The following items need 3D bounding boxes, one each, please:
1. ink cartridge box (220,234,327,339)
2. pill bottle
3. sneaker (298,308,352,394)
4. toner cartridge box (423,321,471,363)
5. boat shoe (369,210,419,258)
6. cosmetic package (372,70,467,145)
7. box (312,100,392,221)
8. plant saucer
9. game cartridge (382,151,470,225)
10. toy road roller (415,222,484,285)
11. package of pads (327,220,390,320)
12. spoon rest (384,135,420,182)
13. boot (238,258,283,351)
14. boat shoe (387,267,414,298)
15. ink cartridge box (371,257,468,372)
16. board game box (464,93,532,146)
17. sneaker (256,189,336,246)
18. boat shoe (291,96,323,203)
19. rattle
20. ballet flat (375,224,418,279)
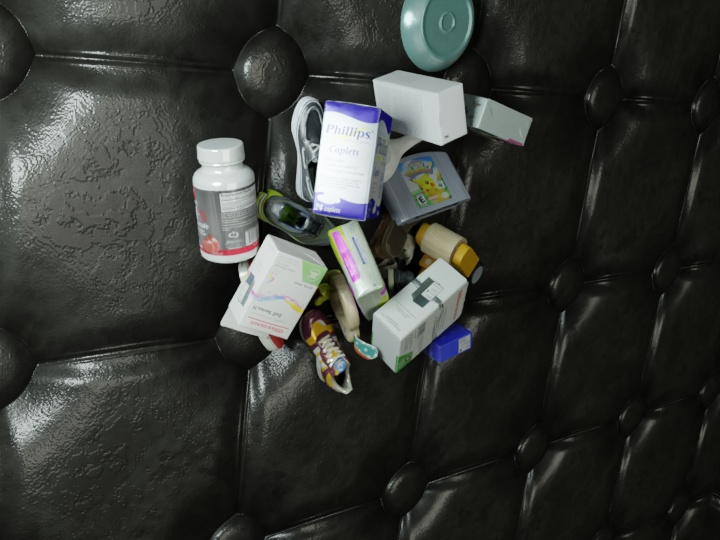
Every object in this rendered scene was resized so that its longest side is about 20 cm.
[{"bbox_3d":[-0.161,0.049,1.430,0.116,0.067,0.202,19,110,-36],"label":"ink cartridge box"},{"bbox_3d":[-0.239,-0.125,1.384,0.109,0.110,0.204,-17,117,-32],"label":"pill bottle"},{"bbox_3d":[-0.064,0.171,1.654,0.074,0.090,0.202,-35,126,-21],"label":"sneaker"},{"bbox_3d":[0.146,0.129,1.729,0.094,0.199,0.044,-18,121,-30],"label":"toner cartridge box"},{"bbox_3d":[0.077,-0.111,1.669,0.072,0.067,0.201,54,52,-28],"label":"boat shoe"},{"bbox_3d":[0.114,-0.321,1.523,0.070,0.199,0.103,-26,123,-26],"label":"cosmetic package"},{"bbox_3d":[-0.012,-0.202,1.461,0.184,0.103,0.204,-35,133,-79],"label":"box"},{"bbox_3d":[0.168,-0.509,1.599,0.197,0.036,0.204,-15,116,-33],"label":"plant saucer"},{"bbox_3d":[0.129,-0.180,1.650,0.197,0.135,0.041,-21,163,-31],"label":"game cartridge"},{"bbox_3d":[0.178,0.002,1.723,0.147,0.122,0.200,-56,152,-7],"label":"toy road roller"},{"bbox_3d":[0.000,0.000,1.547,0.067,0.157,0.200,-24,162,-1],"label":"package of pads"},{"bbox_3d":[0.065,-0.248,1.604,0.198,0.061,0.100,-31,91,-21],"label":"spoon rest"},{"bbox_3d":[-0.143,0.060,1.524,0.141,0.073,0.203,-13,118,0],"label":"boot"},{"bbox_3d":[0.093,0.045,1.670,0.065,0.076,0.200,-3,154,4],"label":"boat shoe"},{"bbox_3d":[0.120,0.091,1.596,0.199,0.083,0.148,-38,154,-24],"label":"ink cartridge box"},{"bbox_3d":[0.231,-0.321,1.615,0.146,0.199,0.065,13,101,-39],"label":"board game box"},{"bbox_3d":[-0.114,-0.090,1.516,0.198,0.081,0.075,20,95,-41],"label":"sneaker"},{"bbox_3d":[-0.088,-0.226,1.490,0.071,0.067,0.204,-11,114,-34],"label":"boat shoe"},{"bbox_3d":[-0.060,0.112,1.582,0.141,0.129,0.204,-23,104,-31],"label":"rattle"},{"bbox_3d":[0.072,-0.028,1.695,0.200,0.068,0.068,-45,128,-16],"label":"ballet flat"}]
